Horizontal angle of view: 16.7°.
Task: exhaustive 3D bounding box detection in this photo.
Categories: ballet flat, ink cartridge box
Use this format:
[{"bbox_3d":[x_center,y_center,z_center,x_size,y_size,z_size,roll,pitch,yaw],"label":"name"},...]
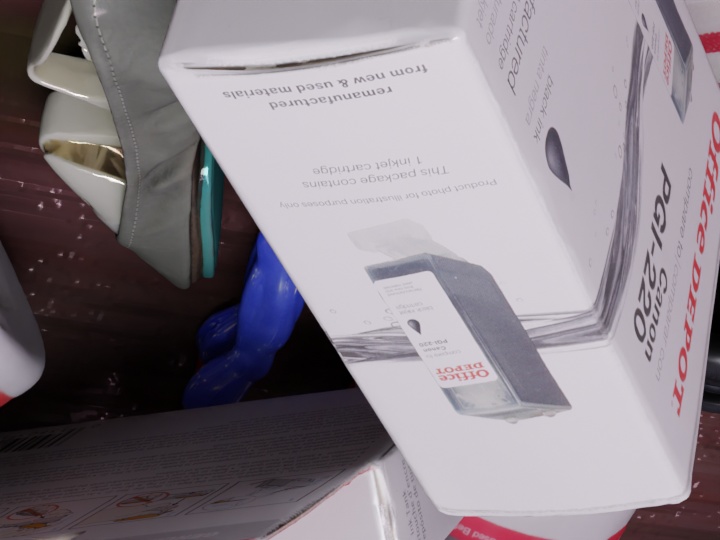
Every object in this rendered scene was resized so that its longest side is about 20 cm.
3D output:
[{"bbox_3d":[-0.067,-0.053,0.730,0.064,0.067,0.200,5,156,-6],"label":"ballet flat"},{"bbox_3d":[-0.081,0.083,0.743,0.200,0.176,0.045,-9,100,22],"label":"ink cartridge box"},{"bbox_3d":[0.035,-0.045,0.676,0.085,0.146,0.200,-4,141,22],"label":"ink cartridge box"}]

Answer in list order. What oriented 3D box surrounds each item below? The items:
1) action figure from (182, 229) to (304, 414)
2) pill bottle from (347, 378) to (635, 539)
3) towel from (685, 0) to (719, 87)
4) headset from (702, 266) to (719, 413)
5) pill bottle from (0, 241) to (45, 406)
[{"bbox_3d":[0.000,0.000,0.818,0.099,0.065,0.200,14,123,-5],"label":"action figure"},{"bbox_3d":[0.015,0.125,0.901,0.111,0.111,0.200,10,121,-29],"label":"pill bottle"},{"bbox_3d":[0.131,-0.122,0.816,0.144,0.023,0.200,-8,127,-15],"label":"towel"},{"bbox_3d":[0.147,-0.010,0.876,0.200,0.094,0.124,9,147,-18],"label":"headset"},{"bbox_3d":[-0.206,0.031,0.730,0.200,0.114,0.114,-29,132,1],"label":"pill bottle"}]
